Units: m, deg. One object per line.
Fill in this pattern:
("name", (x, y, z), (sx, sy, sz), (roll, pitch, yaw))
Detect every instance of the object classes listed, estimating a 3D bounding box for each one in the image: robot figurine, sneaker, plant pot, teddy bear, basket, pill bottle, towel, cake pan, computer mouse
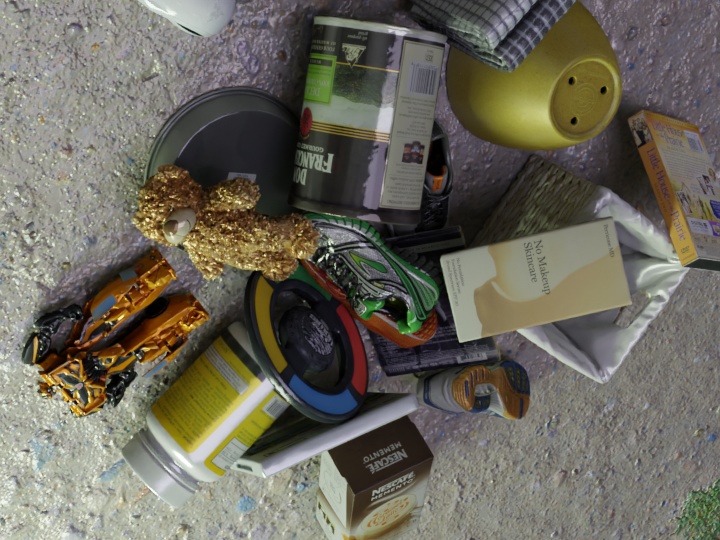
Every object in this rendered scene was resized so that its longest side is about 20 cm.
("robot figurine", (-0.270, 0.077, 1.537), (0.200, 0.058, 0.145), (-40, 125, -7))
("sneaker", (0.073, -0.089, 1.637), (0.073, 0.079, 0.202), (-20, 123, -22))
("plant pot", (0.218, -0.219, 1.614), (0.198, 0.142, 0.202), (-12, 118, -23))
("teddy bear", (-0.140, -0.039, 1.479), (0.144, 0.067, 0.199), (-21, 141, 36))
("sneaker", (0.147, 0.152, 1.811), (0.199, 0.087, 0.076), (17, 73, -54))
("basket", (0.261, -0.004, 1.733), (0.199, 0.161, 0.199), (32, 96, -36))
("pill bottle", (-0.171, 0.166, 1.604), (0.200, 0.114, 0.114), (-45, 127, -2))
("towel", (0.149, -0.307, 1.496), (0.166, 0.200, 0.086), (-49, 126, -2))
("cake pan", (-0.137, -0.099, 1.539), (0.199, 0.037, 0.202), (-12, 119, -24))
("sneaker", (0.000, 0.000, 1.561), (0.199, 0.078, 0.086), (28, 59, -13))
("sneaker", (-0.003, 0.028, 1.640), (0.200, 0.077, 0.073), (41, 57, -11))
("computer mouse", (-0.198, -0.298, 1.401), (0.199, 0.044, 0.110), (29, 97, -36))

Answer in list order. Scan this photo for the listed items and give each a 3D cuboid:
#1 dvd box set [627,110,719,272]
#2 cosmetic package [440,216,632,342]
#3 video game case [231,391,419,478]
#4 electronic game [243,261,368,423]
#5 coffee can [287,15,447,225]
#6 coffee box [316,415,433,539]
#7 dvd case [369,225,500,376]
("dvd box set", (0.409, -0.096, 1.744), (0.029, 0.202, 0.146), (-29, 159, 35))
("cosmetic package", (0.197, 0.010, 1.582), (0.198, 0.071, 0.106), (-14, 90, 7))
("video game case", (-0.048, 0.190, 1.652), (0.199, 0.182, 0.023), (-23, 93, -18))
("electronic game", (-0.059, 0.077, 1.587), (0.041, 0.201, 0.199), (-30, 134, 30))
("coffee can", (0.007, -0.160, 1.497), (0.145, 0.146, 0.202), (5, 98, -31))
("coffee box", (0.014, 0.267, 1.729), (0.114, 0.080, 0.201), (-23, 150, -18))
("dvd case", (0.074, 0.040, 1.690), (0.147, 0.016, 0.201), (-9, 126, 16))
